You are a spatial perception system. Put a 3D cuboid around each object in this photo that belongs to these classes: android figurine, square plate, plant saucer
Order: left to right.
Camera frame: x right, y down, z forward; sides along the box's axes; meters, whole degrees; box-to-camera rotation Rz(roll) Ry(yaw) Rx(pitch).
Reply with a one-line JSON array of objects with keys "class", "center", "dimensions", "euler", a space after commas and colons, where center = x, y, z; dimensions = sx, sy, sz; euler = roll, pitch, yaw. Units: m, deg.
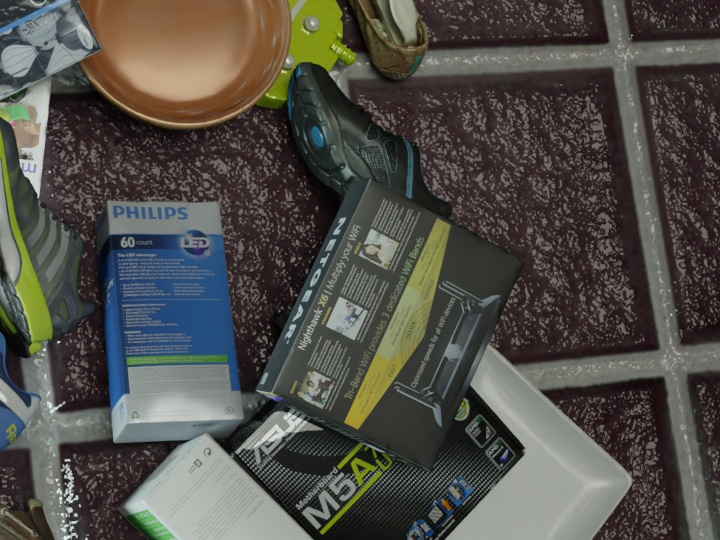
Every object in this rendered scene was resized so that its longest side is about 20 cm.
[{"class": "plant saucer", "center": [-0.161, -0.217, 1.549], "dimensions": [0.200, 0.037, 0.201], "euler": [4, 75, -15]}, {"class": "android figurine", "center": [-0.098, -0.231, 1.612], "dimensions": [0.200, 0.041, 0.182], "euler": [36, 69, -8]}, {"class": "square plate", "center": [0.123, 0.202, 1.607], "dimensions": [0.198, 0.028, 0.200], "euler": [43, 69, -8]}]

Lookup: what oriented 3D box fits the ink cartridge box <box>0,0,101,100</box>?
[{"class": "ink cartridge box", "center": [-0.322, -0.181, 1.434], "dimensions": [0.200, 0.039, 0.100], "euler": [-29, 106, -11]}]

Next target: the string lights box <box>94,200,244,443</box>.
[{"class": "string lights box", "center": [-0.165, 0.042, 1.501], "dimensions": [0.103, 0.059, 0.200], "euler": [0, 68, -20]}]

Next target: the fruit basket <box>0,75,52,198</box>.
[{"class": "fruit basket", "center": [-0.351, -0.162, 1.479], "dimensions": [0.185, 0.094, 0.200], "euler": [8, 80, -18]}]

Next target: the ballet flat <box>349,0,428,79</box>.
[{"class": "ballet flat", "center": [0.013, -0.278, 1.646], "dimensions": [0.070, 0.065, 0.200], "euler": [-27, 89, -29]}]

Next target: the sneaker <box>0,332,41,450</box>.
[{"class": "sneaker", "center": [-0.343, 0.064, 1.447], "dimensions": [0.082, 0.074, 0.200], "euler": [-38, 95, -27]}]

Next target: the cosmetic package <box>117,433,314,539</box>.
[{"class": "cosmetic package", "center": [-0.097, 0.238, 1.479], "dimensions": [0.200, 0.108, 0.085], "euler": [46, 68, -4]}]

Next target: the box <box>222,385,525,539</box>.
[{"class": "box", "center": [0.013, 0.156, 1.522], "dimensions": [0.200, 0.048, 0.193], "euler": [-44, 106, -14]}]

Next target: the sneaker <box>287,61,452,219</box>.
[{"class": "sneaker", "center": [0.004, -0.103, 1.570], "dimensions": [0.082, 0.073, 0.200], "euler": [-26, 81, -25]}]

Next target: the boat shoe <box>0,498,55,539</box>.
[{"class": "boat shoe", "center": [-0.277, 0.220, 1.437], "dimensions": [0.202, 0.075, 0.075], "euler": [34, 64, -10]}]

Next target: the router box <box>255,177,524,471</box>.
[{"class": "router box", "center": [0.026, 0.046, 1.476], "dimensions": [0.157, 0.052, 0.200], "euler": [28, 81, -17]}]

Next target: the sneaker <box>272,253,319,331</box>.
[{"class": "sneaker", "center": [0.000, 0.000, 1.583], "dimensions": [0.081, 0.074, 0.200], "euler": [39, 67, -5]}]

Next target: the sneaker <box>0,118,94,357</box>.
[{"class": "sneaker", "center": [-0.280, -0.033, 1.471], "dimensions": [0.081, 0.074, 0.200], "euler": [-24, 113, -38]}]
